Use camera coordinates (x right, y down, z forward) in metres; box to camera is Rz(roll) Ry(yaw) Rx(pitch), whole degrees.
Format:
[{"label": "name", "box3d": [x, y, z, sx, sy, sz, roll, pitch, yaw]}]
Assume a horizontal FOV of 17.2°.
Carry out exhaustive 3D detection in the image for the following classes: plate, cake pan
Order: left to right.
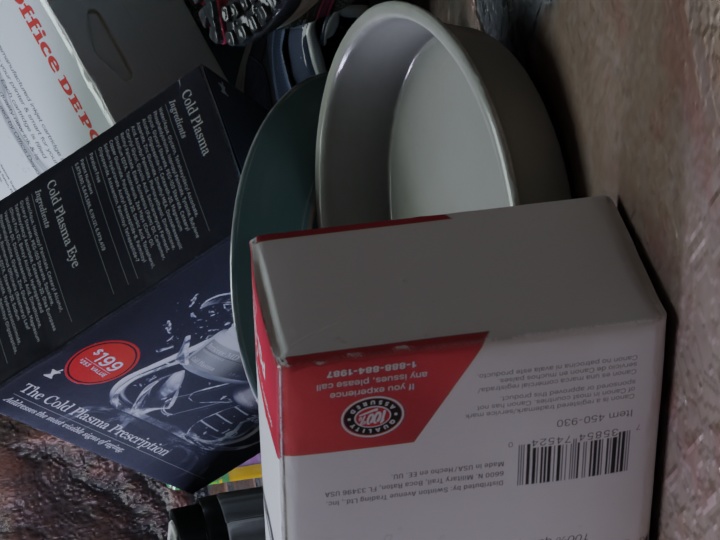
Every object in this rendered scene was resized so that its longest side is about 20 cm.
[{"label": "plate", "box3d": [0.000, 0.000, 1.190, 0.200, 0.026, 0.200, 5, -96, -59]}, {"label": "cake pan", "box3d": [0.036, -0.020, 1.050, 0.200, 0.037, 0.200, 31, 125, 59]}]

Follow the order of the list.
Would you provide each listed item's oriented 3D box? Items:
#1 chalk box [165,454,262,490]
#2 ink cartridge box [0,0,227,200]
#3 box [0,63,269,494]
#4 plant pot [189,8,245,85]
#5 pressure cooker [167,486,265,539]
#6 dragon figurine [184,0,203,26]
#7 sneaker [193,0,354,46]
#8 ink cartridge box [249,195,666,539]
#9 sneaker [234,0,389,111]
[{"label": "chalk box", "box3d": [-0.079, 0.049, 1.477, 0.124, 0.200, 0.124, -110, 13, -59]}, {"label": "ink cartridge box", "box3d": [-0.171, -0.105, 1.356, 0.200, 0.083, 0.147, -23, 97, 55]}, {"label": "box", "box3d": [-0.088, 0.012, 1.264, 0.200, 0.182, 0.104, 31, -149, -54]}, {"label": "plant pot", "box3d": [-0.139, -0.194, 1.464, 0.200, 0.135, 0.200, 171, 90, -80]}, {"label": "pressure cooker", "box3d": [-0.039, 0.205, 1.355, 0.176, 0.200, 0.179, 103, 157, -65]}, {"label": "dragon figurine", "box3d": [-0.087, -0.241, 1.335, 0.099, 0.059, 0.200, 161, 116, -65]}, {"label": "sneaker", "box3d": [-0.007, -0.171, 1.130, 0.200, 0.075, 0.081, -21, 87, 54]}, {"label": "ink cartridge box", "box3d": [0.035, 0.080, 0.935, 0.083, 0.147, 0.200, -107, 13, -51]}, {"label": "sneaker", "box3d": [-0.012, -0.165, 1.295, 0.146, 0.077, 0.202, 169, 106, -69]}]
